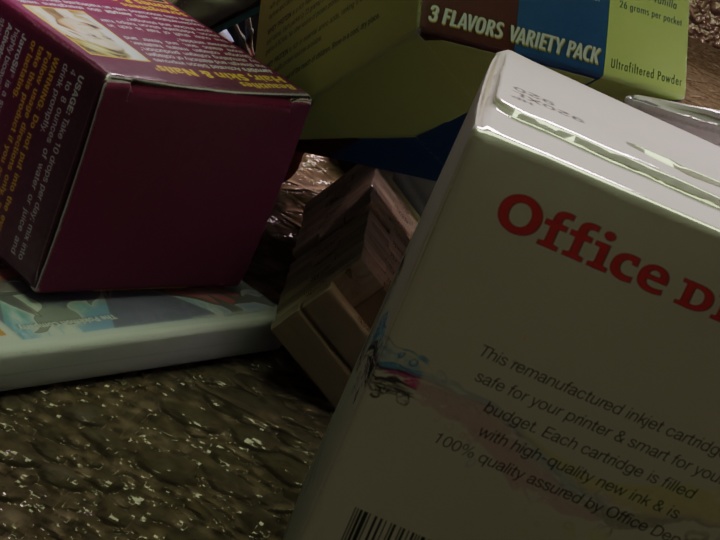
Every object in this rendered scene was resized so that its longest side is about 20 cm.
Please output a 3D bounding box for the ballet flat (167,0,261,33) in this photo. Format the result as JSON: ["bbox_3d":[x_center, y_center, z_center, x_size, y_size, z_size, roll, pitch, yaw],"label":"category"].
[{"bbox_3d":[-0.115,-0.136,0.868,0.064,0.199,0.067,56,2,-14],"label":"ballet flat"}]

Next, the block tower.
[{"bbox_3d":[0.000,0.000,0.816,0.058,0.054,0.200,52,14,-15],"label":"block tower"}]

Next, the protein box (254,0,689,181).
[{"bbox_3d":[0.050,-0.167,0.766,0.134,0.202,0.198,10,-13,-23],"label":"protein box"}]

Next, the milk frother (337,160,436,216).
[{"bbox_3d":[0.066,-0.131,0.973,0.189,0.199,0.180,58,-7,-15],"label":"milk frother"}]

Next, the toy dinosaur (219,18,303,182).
[{"bbox_3d":[-0.084,-0.124,1.045,0.182,0.105,0.200,50,15,16],"label":"toy dinosaur"}]

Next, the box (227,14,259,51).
[{"bbox_3d":[-0.104,-0.256,1.211,0.200,0.123,0.198,36,-6,34],"label":"box"}]

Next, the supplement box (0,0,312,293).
[{"bbox_3d":[-0.143,-0.082,0.746,0.200,0.104,0.130,36,22,34],"label":"supplement box"}]

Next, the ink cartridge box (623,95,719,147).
[{"bbox_3d":[0.159,0.032,0.702,0.084,0.201,0.145,24,15,38],"label":"ink cartridge box"}]

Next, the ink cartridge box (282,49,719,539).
[{"bbox_3d":[0.071,0.050,0.557,0.146,0.201,0.145,23,18,-1],"label":"ink cartridge box"}]

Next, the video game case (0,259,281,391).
[{"bbox_3d":[-0.155,-0.010,0.730,0.182,0.023,0.199,34,21,28],"label":"video game case"}]
